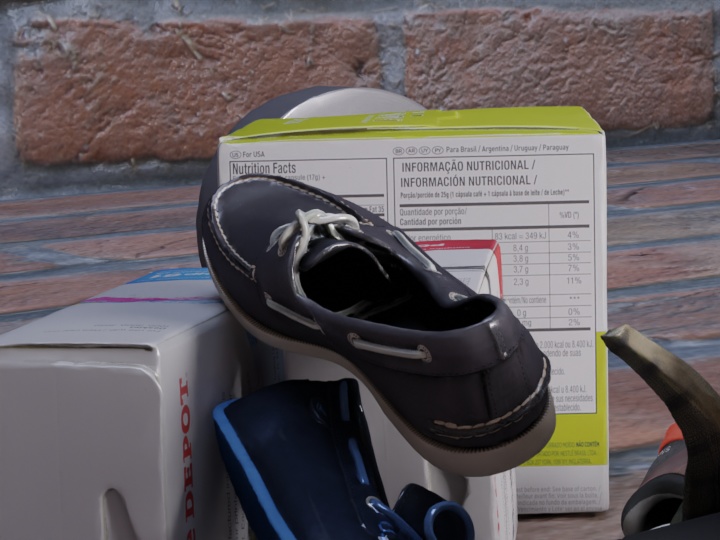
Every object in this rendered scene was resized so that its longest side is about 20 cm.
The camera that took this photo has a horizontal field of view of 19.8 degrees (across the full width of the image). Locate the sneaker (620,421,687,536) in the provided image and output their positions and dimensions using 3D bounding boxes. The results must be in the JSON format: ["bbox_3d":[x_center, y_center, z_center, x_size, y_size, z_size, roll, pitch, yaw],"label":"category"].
[{"bbox_3d":[0.197,0.119,0.885,0.199,0.078,0.082,5,37,48],"label":"sneaker"}]

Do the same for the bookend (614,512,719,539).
[{"bbox_3d":[0.136,0.078,0.599,0.198,0.201,0.092,-8,19,-35],"label":"bookend"}]

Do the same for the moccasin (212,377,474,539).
[{"bbox_3d":[0.007,0.097,0.718,0.068,0.081,0.201,-22,45,-11],"label":"moccasin"}]

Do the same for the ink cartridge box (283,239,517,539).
[{"bbox_3d":[0.022,0.071,0.901,0.082,0.149,0.200,-3,7,7],"label":"ink cartridge box"}]

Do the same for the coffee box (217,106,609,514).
[{"bbox_3d":[0.032,0.015,1.124,0.198,0.200,0.200,-1,7,3],"label":"coffee box"}]

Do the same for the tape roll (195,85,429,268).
[{"bbox_3d":[-0.014,-0.028,1.448,0.198,0.203,0.066,-6,7,-26],"label":"tape roll"}]

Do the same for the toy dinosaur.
[{"bbox_3d":[0.127,0.079,0.681,0.088,0.201,0.047,-32,42,-24],"label":"toy dinosaur"}]

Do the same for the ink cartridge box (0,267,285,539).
[{"bbox_3d":[-0.082,0.083,0.844,0.084,0.146,0.200,0,8,14],"label":"ink cartridge box"}]

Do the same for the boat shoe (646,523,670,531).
[{"bbox_3d":[0.184,0.129,0.786,0.198,0.071,0.072,-3,-12,4],"label":"boat shoe"}]

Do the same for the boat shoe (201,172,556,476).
[{"bbox_3d":[0.000,0.000,0.763,0.072,0.063,0.200,-31,40,-19],"label":"boat shoe"}]
